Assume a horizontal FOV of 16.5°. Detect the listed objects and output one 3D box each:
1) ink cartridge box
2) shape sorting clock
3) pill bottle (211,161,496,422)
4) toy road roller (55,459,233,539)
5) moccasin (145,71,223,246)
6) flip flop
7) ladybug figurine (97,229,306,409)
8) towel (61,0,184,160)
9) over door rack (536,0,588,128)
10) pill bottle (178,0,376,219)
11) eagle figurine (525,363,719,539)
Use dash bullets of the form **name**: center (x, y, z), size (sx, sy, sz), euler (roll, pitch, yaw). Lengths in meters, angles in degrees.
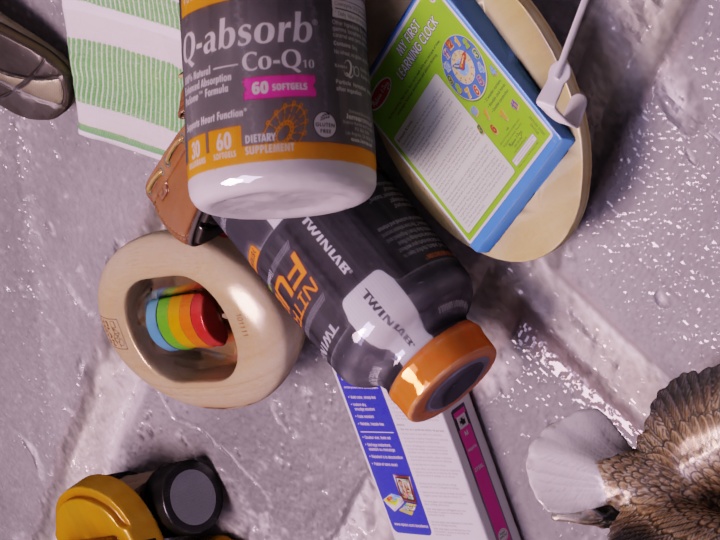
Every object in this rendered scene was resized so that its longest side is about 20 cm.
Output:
- **ink cartridge box**: center (0.041, 0.118, 1.685), size (0.094, 0.037, 0.201), euler (-2, 116, 48)
- **shape sorting clock**: center (0.068, -0.101, 1.493), size (0.200, 0.039, 0.201), euler (35, 141, 34)
- **pill bottle**: center (0.000, 0.000, 1.575), size (0.200, 0.106, 0.106), euler (50, 141, 20)
- **toy road roller**: center (-0.169, 0.249, 1.906), size (0.123, 0.146, 0.201), euler (-14, 105, 50)
- **moccasin**: center (-0.089, -0.110, 1.634), size (0.078, 0.073, 0.202), euler (43, 135, 17)
- **flip flop**: center (-0.284, -0.185, 1.812), size (0.199, 0.058, 0.081), euler (33, 133, 5)
- **ladybug figurine**: center (-0.107, 0.027, 1.750), size (0.199, 0.072, 0.137), euler (-1, 115, 46)
- **towel**: center (-0.157, -0.170, 1.709), size (0.152, 0.023, 0.201), euler (19, 128, 39)
- **over door rack**: center (0.172, -0.155, 1.287), size (0.147, 0.066, 0.201), euler (22, 104, 36)
- **pill bottle**: center (-0.052, -0.138, 1.497), size (0.116, 0.116, 0.202), euler (-15, 76, 50)
- **eagle figurine**: center (0.209, 0.134, 1.455), size (0.200, 0.150, 0.153), euler (-24, 87, 62)
